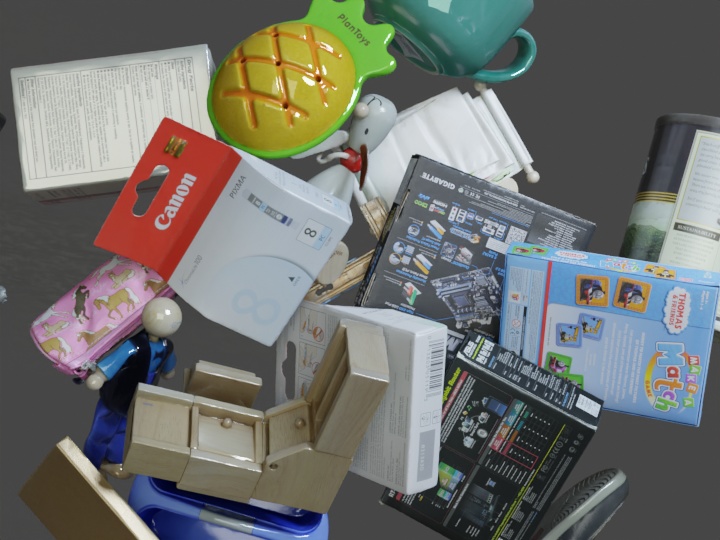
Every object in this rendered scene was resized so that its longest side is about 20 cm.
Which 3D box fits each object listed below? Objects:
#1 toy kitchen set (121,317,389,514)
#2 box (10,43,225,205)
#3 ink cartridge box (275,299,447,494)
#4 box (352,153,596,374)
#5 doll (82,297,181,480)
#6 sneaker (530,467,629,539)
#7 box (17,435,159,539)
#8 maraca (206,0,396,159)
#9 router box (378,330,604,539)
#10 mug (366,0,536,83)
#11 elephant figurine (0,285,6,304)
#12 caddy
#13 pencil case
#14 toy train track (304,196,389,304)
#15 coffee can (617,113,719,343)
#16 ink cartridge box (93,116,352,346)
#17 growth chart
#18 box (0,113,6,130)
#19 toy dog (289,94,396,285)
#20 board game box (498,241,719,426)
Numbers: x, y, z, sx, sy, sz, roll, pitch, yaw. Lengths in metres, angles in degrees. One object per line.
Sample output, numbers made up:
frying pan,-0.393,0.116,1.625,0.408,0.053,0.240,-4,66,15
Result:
toy kitchen set,-0.102,0.096,1.255,0.200,0.163,0.180,15,124,-15
box,-0.241,-0.145,1.348,0.200,0.109,0.128,-7,85,-2
ink cartridge box,-0.004,0.114,1.307,0.050,0.200,0.161,-8,106,-41
box,0.110,0.008,1.346,0.200,0.050,0.199,20,96,-9
doll,-0.226,0.115,1.321,0.048,0.136,0.200,29,108,23
sneaker,0.222,0.299,1.350,0.106,0.075,0.200,43,95,-3
box,-0.247,0.265,1.296,0.200,0.163,0.021,49,53,2
maraca,-0.057,-0.190,1.290,0.200,0.107,0.137,-41,75,-11
router box,0.127,0.179,1.304,0.150,0.062,0.200,28,118,5
mug,0.093,-0.259,1.345,0.185,0.152,0.114,39,86,2
elephant figurine,-0.442,0.122,1.326,0.141,0.155,0.200,-12,98,-45
caddy,-0.130,0.246,1.320,0.200,0.105,0.141,16,84,0
pencil case,-0.237,0.026,1.348,0.200,0.083,0.087,-41,86,-5
toy train track,0.000,0.000,1.374,0.200,0.033,0.115,-29,96,0
coffee can,0.343,-0.040,1.337,0.146,0.146,0.200,17,85,0
ink cartridge box,-0.133,-0.034,1.266,0.200,0.047,0.160,25,116,-19
growth chart,0.077,-0.116,1.400,0.200,0.018,0.145,-20,87,-3
box,-0.482,-0.116,1.340,0.148,0.107,0.200,31,84,1
toy dog,-0.043,-0.089,1.333,0.132,0.096,0.200,8,85,29
board game box,0.234,0.060,1.270,0.200,0.037,0.151,10,116,17
